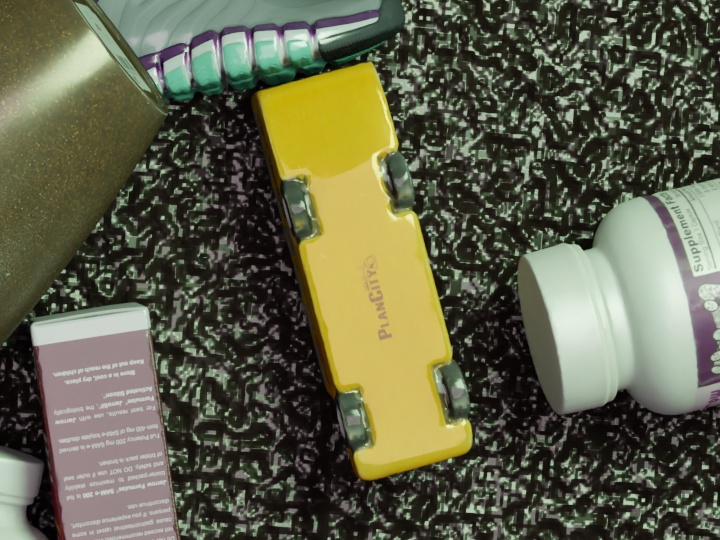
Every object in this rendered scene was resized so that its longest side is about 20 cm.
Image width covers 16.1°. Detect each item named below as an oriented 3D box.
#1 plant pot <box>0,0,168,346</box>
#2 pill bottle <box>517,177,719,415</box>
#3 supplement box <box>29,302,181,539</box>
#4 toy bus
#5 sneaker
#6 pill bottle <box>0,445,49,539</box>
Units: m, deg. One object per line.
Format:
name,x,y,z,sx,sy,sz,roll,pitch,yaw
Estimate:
plant pot,-0.194,-0.049,1.189,0.199,0.187,0.187,-36,95,4
pill bottle,0.185,0.010,1.284,0.198,0.112,0.113,-14,92,-6
supplement box,-0.121,0.120,1.254,0.060,0.109,0.202,-9,91,-7
toy bus,0.000,0.000,1.280,0.065,0.078,0.202,-15,93,-7
sneaker,-0.079,-0.133,1.274,0.198,0.074,0.088,-14,88,-5
pill bottle,-0.212,0.183,1.243,0.110,0.111,0.202,14,90,-6
